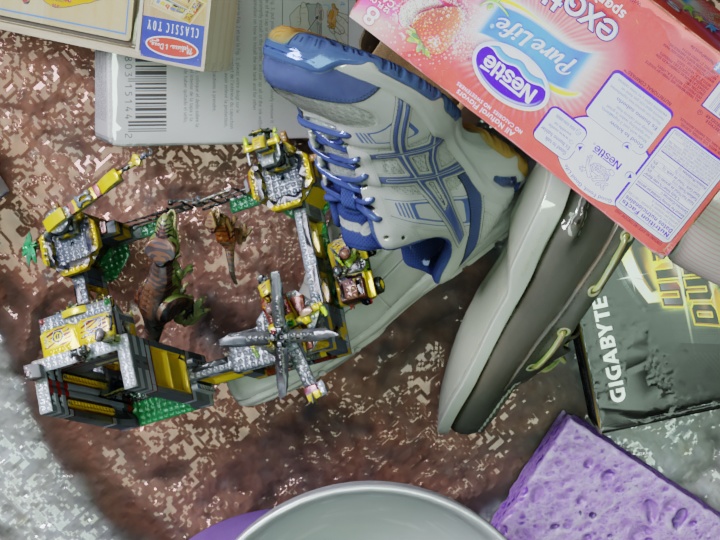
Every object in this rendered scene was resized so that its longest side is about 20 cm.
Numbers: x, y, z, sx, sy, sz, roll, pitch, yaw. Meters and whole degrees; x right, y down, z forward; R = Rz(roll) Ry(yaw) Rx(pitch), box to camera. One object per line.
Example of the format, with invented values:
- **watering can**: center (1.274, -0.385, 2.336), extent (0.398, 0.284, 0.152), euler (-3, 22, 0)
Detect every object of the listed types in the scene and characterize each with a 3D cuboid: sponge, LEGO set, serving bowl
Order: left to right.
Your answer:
- **LEGO set**: center (-0.099, 0.005, 1.151), extent (0.199, 0.116, 0.154), euler (-8, 78, 19)
- **serving bowl**: center (0.005, 0.206, 1.181), extent (0.199, 0.066, 0.201), euler (0, 98, -1)
- **sponge**: center (0.171, 0.182, 1.265), extent (0.200, 0.030, 0.112), euler (33, 96, -6)

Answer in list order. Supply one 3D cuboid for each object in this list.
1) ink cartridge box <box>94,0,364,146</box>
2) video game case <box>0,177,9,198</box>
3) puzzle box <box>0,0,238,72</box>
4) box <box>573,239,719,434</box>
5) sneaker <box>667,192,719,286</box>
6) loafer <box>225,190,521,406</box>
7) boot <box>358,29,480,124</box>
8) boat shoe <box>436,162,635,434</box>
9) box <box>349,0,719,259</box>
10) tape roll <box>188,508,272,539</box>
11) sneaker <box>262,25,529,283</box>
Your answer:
- **ink cartridge box**: center (-0.058, -0.171, 1.201), extent (0.175, 0.045, 0.201), euler (-2, 99, -19)
- **video game case**: center (-0.329, -0.065, 1.208), extent (0.200, 0.045, 0.182), euler (-33, 97, 3)
- **puzzle box**: center (-0.146, -0.185, 1.147), extent (0.199, 0.025, 0.134), euler (14, 104, 33)
- **box**: center (0.190, -0.023, 1.228), extent (0.159, 0.049, 0.201), euler (-12, 98, -2)
- **sneaker**: center (0.222, -0.081, 1.158), extent (0.104, 0.075, 0.201), euler (17, 100, -8)
- **loafer**: center (0.000, 0.000, 1.218), extent (0.200, 0.070, 0.070), euler (-38, 92, -4)
- **boot**: center (0.074, -0.161, 1.155), extent (0.075, 0.074, 0.200), euler (27, 118, -24)
- **boat shoe**: center (0.094, 0.024, 1.186), extent (0.060, 0.072, 0.202), euler (16, 132, -8)
- **box**: center (0.109, -0.112, 1.084), extent (0.200, 0.095, 0.103), euler (37, 111, 4)
- **tape roll**: center (-0.042, 0.241, 1.250), extent (0.199, 0.066, 0.201), euler (0, 97, -2)
- **sneaker**: center (0.012, -0.053, 1.105), extent (0.200, 0.075, 0.088), euler (31, 88, -47)
